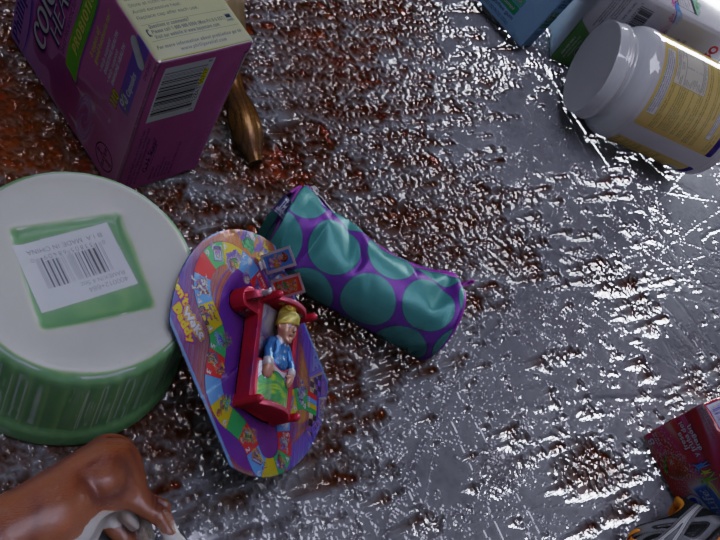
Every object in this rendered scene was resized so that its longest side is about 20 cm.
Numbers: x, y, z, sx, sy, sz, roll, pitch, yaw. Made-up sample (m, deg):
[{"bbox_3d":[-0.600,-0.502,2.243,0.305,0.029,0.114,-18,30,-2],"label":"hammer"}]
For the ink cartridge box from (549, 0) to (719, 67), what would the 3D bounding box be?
[{"bbox_3d":[0.381,-0.324,1.207,0.199,0.145,0.085,20,52,-16],"label":"ink cartridge box"}]

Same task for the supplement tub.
[{"bbox_3d":[0.378,-0.224,1.140,0.199,0.146,0.146,21,52,-16],"label":"supplement tub"}]

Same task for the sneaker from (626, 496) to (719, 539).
[{"bbox_3d":[0.265,0.276,0.807,0.199,0.079,0.077,-19,42,-31],"label":"sneaker"}]

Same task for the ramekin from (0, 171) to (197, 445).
[{"bbox_3d":[-0.222,0.022,0.679,0.198,0.098,0.201,14,54,-20],"label":"ramekin"}]

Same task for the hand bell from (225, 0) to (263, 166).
[{"bbox_3d":[-0.131,-0.202,0.901,0.103,0.104,0.202,-11,77,-33],"label":"hand bell"}]

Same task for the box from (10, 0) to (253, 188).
[{"bbox_3d":[-0.211,-0.207,0.785,0.096,0.176,0.201,-24,74,-38],"label":"box"}]

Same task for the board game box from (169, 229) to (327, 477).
[{"bbox_3d":[-0.070,0.062,0.707,0.158,0.039,0.201,-38,110,-58],"label":"board game box"}]

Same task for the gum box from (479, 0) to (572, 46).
[{"bbox_3d":[0.229,-0.427,1.155,0.170,0.200,0.044,50,33,10],"label":"gum box"}]

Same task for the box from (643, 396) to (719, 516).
[{"bbox_3d":[0.388,0.228,0.881,0.099,0.096,0.201,-11,66,-33],"label":"box"}]

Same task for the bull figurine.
[{"bbox_3d":[-0.219,0.190,0.595,0.199,0.065,0.122,-31,81,-37],"label":"bull figurine"}]

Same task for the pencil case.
[{"bbox_3d":[0.000,0.000,0.824,0.199,0.085,0.093,31,83,-8],"label":"pencil case"}]
